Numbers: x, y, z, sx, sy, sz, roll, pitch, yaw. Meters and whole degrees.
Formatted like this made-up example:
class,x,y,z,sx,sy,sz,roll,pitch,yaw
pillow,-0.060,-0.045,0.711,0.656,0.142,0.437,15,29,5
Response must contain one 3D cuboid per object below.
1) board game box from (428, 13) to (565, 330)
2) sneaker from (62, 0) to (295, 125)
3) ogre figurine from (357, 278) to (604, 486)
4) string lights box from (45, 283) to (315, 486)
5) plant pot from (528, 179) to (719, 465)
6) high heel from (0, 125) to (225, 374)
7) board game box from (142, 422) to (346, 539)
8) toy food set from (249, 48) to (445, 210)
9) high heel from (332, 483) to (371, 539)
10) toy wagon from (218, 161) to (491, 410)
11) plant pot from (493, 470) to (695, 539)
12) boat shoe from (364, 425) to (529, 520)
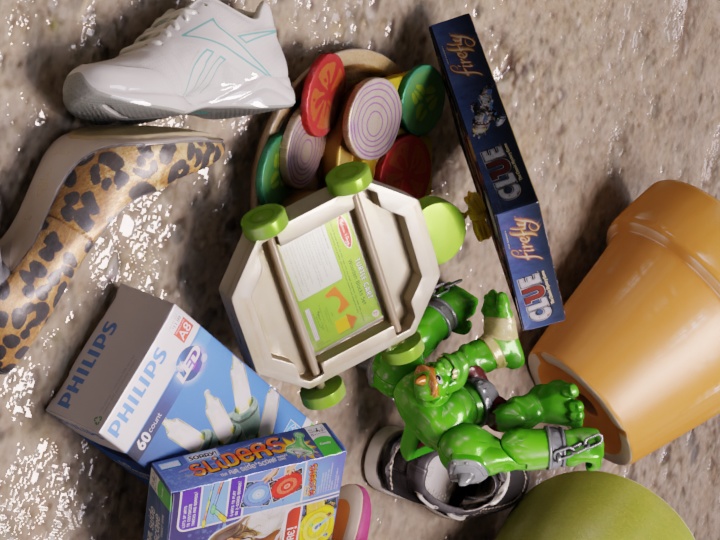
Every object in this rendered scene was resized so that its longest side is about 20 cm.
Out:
class,x,y,z,sx,sy,sz,roll,pitch,yaw
board game box,0.101,-0.073,1.760,0.034,0.200,0.136,-17,138,1
sneaker,-0.124,-0.138,1.573,0.200,0.070,0.081,-10,94,-52
ogre figurine,0.086,0.095,1.813,0.120,0.200,0.098,-24,161,-24
string lights box,-0.118,0.104,1.649,0.103,0.059,0.200,-60,139,-13
plant pot,0.247,0.058,1.996,0.183,0.200,0.201,-39,131,-15
high heel,-0.172,-0.017,1.530,0.199,0.071,0.143,-11,104,-31
board game box,-0.088,0.206,1.661,0.135,0.034,0.201,-11,130,-28
toy food set,-0.010,-0.067,1.739,0.200,0.049,0.199,-20,116,-46
high heel,-0.021,0.261,1.808,0.096,0.067,0.201,23,86,-47
toy wagon,0.000,0.000,1.679,0.200,0.040,0.156,-28,120,-18
plant pot,0.159,0.282,1.906,0.200,0.186,0.188,-32,126,-60
boat shoe,0.084,0.165,1.916,0.200,0.060,0.074,23,83,-51
